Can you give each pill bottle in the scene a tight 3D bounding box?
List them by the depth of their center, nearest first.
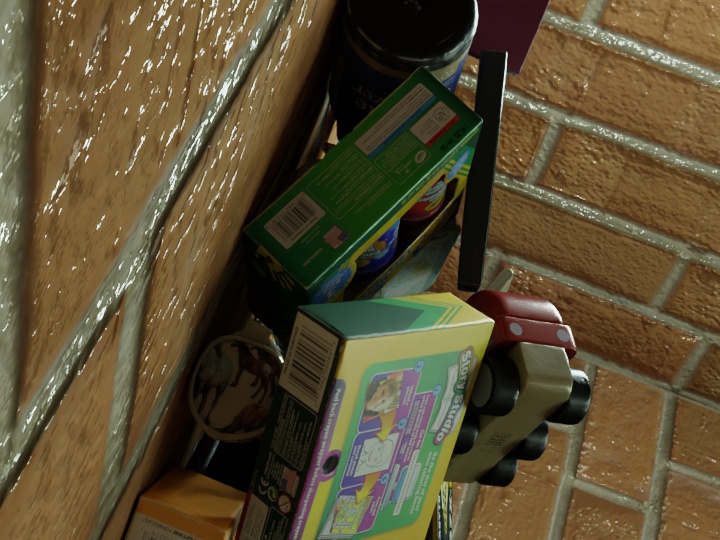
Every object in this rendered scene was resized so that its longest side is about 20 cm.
[{"bbox_3d":[0.030,-0.173,1.116,0.201,0.110,0.113,105,6,-65],"label":"pill bottle"}]

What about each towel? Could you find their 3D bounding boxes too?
[{"bbox_3d":[0.000,0.000,1.230,0.200,0.169,0.049,111,-42,-67],"label":"towel"}]

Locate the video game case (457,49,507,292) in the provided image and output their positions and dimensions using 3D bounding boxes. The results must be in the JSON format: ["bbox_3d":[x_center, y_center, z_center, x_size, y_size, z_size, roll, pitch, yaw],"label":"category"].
[{"bbox_3d":[0.110,-0.084,1.184,0.181,0.025,0.203,33,63,-85],"label":"video game case"}]

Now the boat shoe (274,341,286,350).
[{"bbox_3d":[-0.011,0.083,1.290,0.072,0.197,0.073,62,23,-73],"label":"boat shoe"}]

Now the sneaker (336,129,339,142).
[{"bbox_3d":[0.036,-0.152,1.284,0.199,0.065,0.080,11,-79,58],"label":"sneaker"}]

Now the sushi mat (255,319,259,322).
[{"bbox_3d":[-0.124,0.126,1.324,0.096,0.012,0.202,-66,176,-55],"label":"sushi mat"}]

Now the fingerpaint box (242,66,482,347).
[{"bbox_3d":[0.001,-0.040,1.043,0.200,0.073,0.167,-44,166,-19],"label":"fingerpaint box"}]

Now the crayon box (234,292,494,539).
[{"bbox_3d":[0.004,0.123,0.986,0.171,0.058,0.203,-4,117,-48],"label":"crayon box"}]

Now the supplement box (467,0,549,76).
[{"bbox_3d":[0.097,-0.264,1.256,0.200,0.109,0.087,-118,-130,-69],"label":"supplement box"}]

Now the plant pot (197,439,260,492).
[{"bbox_3d":[-0.109,0.302,1.182,0.178,0.198,0.201,-52,-172,34],"label":"plant pot"}]

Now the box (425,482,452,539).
[{"bbox_3d":[0.060,0.200,1.246,0.160,0.049,0.203,64,26,-74],"label":"box"}]

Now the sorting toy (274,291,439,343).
[{"bbox_3d":[-0.030,0.099,1.398,0.070,0.196,0.202,48,54,-48],"label":"sorting toy"}]

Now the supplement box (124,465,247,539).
[{"bbox_3d":[-0.155,0.264,0.979,0.126,0.073,0.203,-33,143,-85],"label":"supplement box"}]

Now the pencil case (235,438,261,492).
[{"bbox_3d":[-0.116,0.201,1.283,0.084,0.084,0.202,-114,-142,-53],"label":"pencil case"}]

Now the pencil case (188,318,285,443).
[{"bbox_3d":[-0.088,0.093,1.047,0.090,0.077,0.200,-55,176,-5],"label":"pencil case"}]

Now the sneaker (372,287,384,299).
[{"bbox_3d":[-0.008,0.093,1.172,0.077,0.082,0.203,-10,122,-41],"label":"sneaker"}]

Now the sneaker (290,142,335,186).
[{"bbox_3d":[-0.031,-0.081,1.238,0.199,0.112,0.072,11,104,-58],"label":"sneaker"}]

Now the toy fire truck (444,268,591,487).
[{"bbox_3d":[0.114,0.067,1.126,0.176,0.127,0.202,-53,-142,46],"label":"toy fire truck"}]
